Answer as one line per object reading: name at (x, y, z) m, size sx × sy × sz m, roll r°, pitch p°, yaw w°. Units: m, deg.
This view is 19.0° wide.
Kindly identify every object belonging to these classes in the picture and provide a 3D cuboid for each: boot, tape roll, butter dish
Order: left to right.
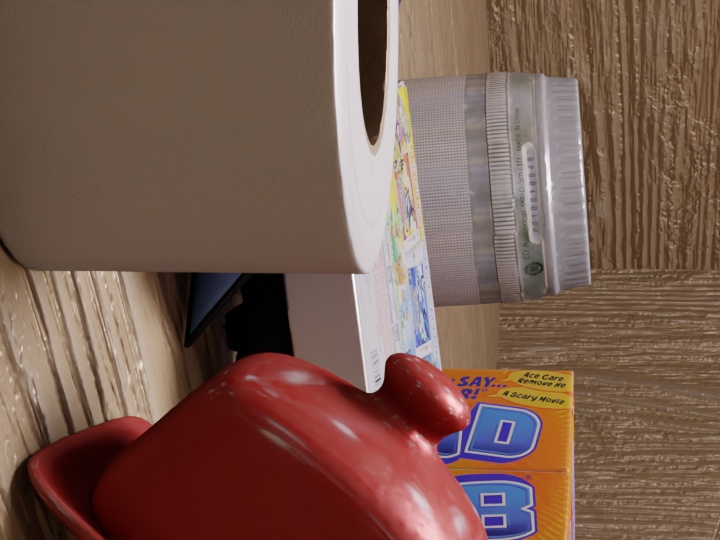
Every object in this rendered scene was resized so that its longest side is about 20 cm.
tape roll at (-0.062, -0.099, 0.850) m, size 0.203 × 0.138 × 0.204 m, roll 1°, pitch 90°, yaw -83°
boot at (-0.038, 0.045, 1.281) m, size 0.200 × 0.076 × 0.169 m, roll 36°, pitch 53°, yaw -76°
butter dish at (-0.013, 0.099, 0.914) m, size 0.148 × 0.199 × 0.200 m, roll -47°, pitch 174°, yaw 7°

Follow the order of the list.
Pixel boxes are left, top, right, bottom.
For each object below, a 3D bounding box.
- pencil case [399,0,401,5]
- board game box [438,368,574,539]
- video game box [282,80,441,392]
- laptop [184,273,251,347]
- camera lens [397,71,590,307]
pencil case at (-0.031, -0.200, 1.313) m, size 0.200 × 0.088 × 0.089 m, roll 63°, pitch 28°, yaw -71°
board game box at (0.041, 0.203, 1.421) m, size 0.200 × 0.199 × 0.200 m, roll -80°, pitch 168°, yaw -51°
video game box at (0.000, 0.000, 1.201) m, size 0.182 × 0.047 × 0.201 m, roll -26°, pitch 110°, yaw -73°
laptop at (-0.097, -0.085, 1.082) m, size 0.200 × 0.103 × 0.178 m, roll 36°, pitch 49°, yaw -49°
camera lens at (0.057, -0.055, 1.503) m, size 0.160 × 0.199 × 0.161 m, roll -4°, pitch 90°, yaw -83°
